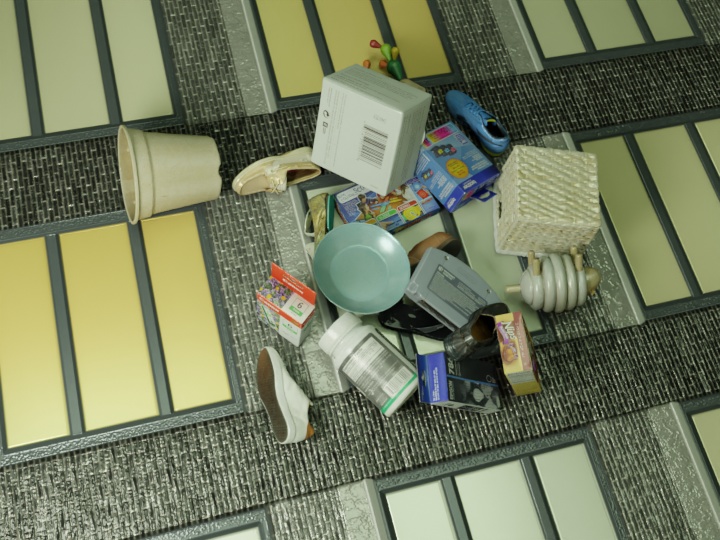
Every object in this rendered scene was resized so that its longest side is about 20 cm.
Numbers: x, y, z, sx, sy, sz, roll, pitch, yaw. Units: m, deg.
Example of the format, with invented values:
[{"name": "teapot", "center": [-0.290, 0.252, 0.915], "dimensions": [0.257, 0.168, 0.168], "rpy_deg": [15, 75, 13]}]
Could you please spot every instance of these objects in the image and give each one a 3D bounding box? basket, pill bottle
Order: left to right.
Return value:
[{"name": "pill bottle", "center": [0.021, 0.179, 1.617], "dimensions": [0.200, 0.113, 0.113], "rpy_deg": [43, 69, 11]}, {"name": "basket", "center": [0.403, -0.144, 1.780], "dimensions": [0.199, 0.161, 0.199], "rpy_deg": [6, 65, -6]}]

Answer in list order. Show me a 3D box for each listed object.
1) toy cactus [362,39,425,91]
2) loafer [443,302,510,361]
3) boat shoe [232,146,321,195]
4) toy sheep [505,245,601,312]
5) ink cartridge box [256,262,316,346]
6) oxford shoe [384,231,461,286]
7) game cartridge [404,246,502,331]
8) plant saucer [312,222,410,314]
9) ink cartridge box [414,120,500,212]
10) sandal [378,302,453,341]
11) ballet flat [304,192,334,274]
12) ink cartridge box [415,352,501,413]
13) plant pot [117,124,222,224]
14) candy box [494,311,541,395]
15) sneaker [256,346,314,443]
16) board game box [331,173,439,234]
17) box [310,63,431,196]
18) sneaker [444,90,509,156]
[{"name": "toy cactus", "center": [0.072, -0.439, 1.909], "dimensions": [0.165, 0.102, 0.200], "rpy_deg": [15, 57, -11]}, {"name": "loafer", "center": [0.247, 0.113, 1.623], "dimensions": [0.073, 0.072, 0.200], "rpy_deg": [53, 45, 1]}, {"name": "boat shoe", "center": [-0.176, -0.203, 1.778], "dimensions": [0.200, 0.074, 0.069], "rpy_deg": [-25, 66, -17]}, {"name": "toy sheep", "center": [0.402, 0.024, 1.725], "dimensions": [0.199, 0.138, 0.138], "rpy_deg": [-5, 67, 5]}, {"name": "ink cartridge box", "center": [-0.145, 0.069, 1.595], "dimensions": [0.109, 0.200, 0.050], "rpy_deg": [34, 67, 8]}, {"name": "oxford shoe", "center": [0.118, -0.013, 1.750], "dimensions": [0.200, 0.071, 0.071], "rpy_deg": [-34, 45, -16]}, {"name": "game cartridge", "center": [0.194, 0.049, 1.690], "dimensions": [0.200, 0.042, 0.133], "rpy_deg": [38, 55, -12]}, {"name": "plant saucer", "center": [0.000, 0.000, 1.674], "dimensions": [0.200, 0.039, 0.201], "rpy_deg": [5, 66, -10]}, {"name": "ink cartridge box", "center": [0.210, -0.218, 1.815], "dimensions": [0.136, 0.076, 0.200], "rpy_deg": [-32, 76, -37]}, {"name": "sandal", "center": [0.137, 0.102, 1.701], "dimensions": [0.200, 0.043, 0.076], "rpy_deg": [4, 66, -8]}, {"name": "ballet flat", "center": [-0.086, -0.069, 1.743], "dimensions": [0.070, 0.071, 0.200], "rpy_deg": [0, 68, -7]}, {"name": "ink cartridge box", "center": [0.193, 0.218, 1.608], "dimensions": [0.200, 0.039, 0.100], "rpy_deg": [14, 62, -38]}, {"name": "plant pot", "center": [-0.390, -0.203, 1.702], "dimensions": [0.183, 0.200, 0.201], "rpy_deg": [-8, 68, -23]}, {"name": "candy box", "center": [0.309, 0.165, 1.611], "dimensions": [0.056, 0.200, 0.117], "rpy_deg": [-11, 67, 12]}, {"name": "sneaker", "center": [-0.144, 0.242, 1.607], "dimensions": [0.085, 0.073, 0.200], "rpy_deg": [4, 56, -39]}, {"name": "board game box", "center": [0.054, -0.145, 1.802], "dimensions": [0.200, 0.034, 0.136], "rpy_deg": [-25, 71, -16]}, {"name": "box", "center": [0.020, -0.298, 1.738], "dimensions": [0.200, 0.199, 0.131], "rpy_deg": [27, 38, 21]}, {"name": "sneaker", "center": [0.272, -0.355, 1.898], "dimensions": [0.066, 0.078, 0.200], "rpy_deg": [-34, 73, -17]}]
